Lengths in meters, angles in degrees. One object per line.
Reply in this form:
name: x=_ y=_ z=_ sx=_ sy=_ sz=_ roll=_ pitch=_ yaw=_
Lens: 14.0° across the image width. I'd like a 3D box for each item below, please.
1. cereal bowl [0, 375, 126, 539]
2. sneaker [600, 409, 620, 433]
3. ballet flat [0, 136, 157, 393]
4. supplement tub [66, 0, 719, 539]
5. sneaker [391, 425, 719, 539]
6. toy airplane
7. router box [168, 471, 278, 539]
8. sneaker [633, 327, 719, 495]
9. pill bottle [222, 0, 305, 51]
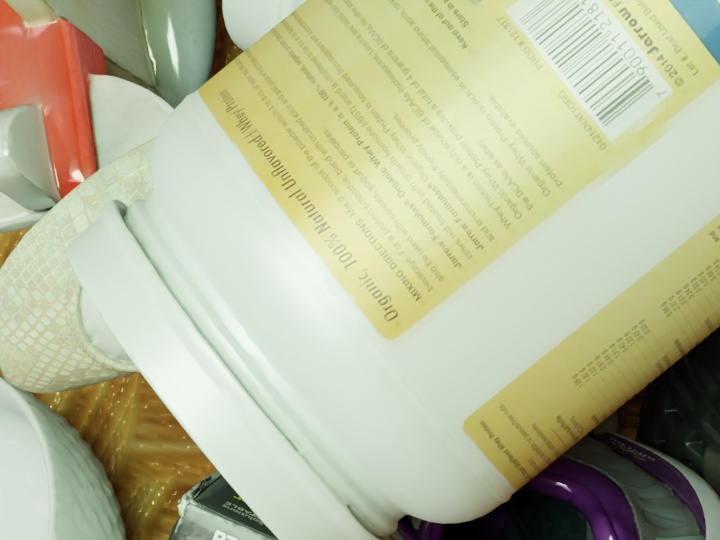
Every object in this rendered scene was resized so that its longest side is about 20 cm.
cereal bowl: x=-0.158 y=0.142 z=1.102 sx=0.199 sy=0.083 sz=0.201 roll=-24 pitch=51 yaw=32
sneaker: x=0.000 y=0.000 z=1.027 sx=0.200 sy=0.108 sz=0.070 roll=46 pitch=109 yaw=18
ballet flat: x=-0.037 y=-0.018 z=0.922 sx=0.199 sy=0.068 sz=0.062 roll=-36 pitch=29 yaw=9
supplement tub: x=0.033 y=-0.022 z=0.820 sx=0.200 sy=0.145 sz=0.145 roll=-39 pitch=72 yaw=1
sneaker: x=0.018 y=0.052 z=0.908 sx=0.199 sy=0.087 sz=0.075 roll=22 pitch=97 yaw=26
toy airplane: x=-0.100 y=-0.110 z=0.988 sx=0.141 sy=0.200 sz=0.200 roll=-33 pitch=113 yaw=5
router box: x=0.007 y=0.178 z=1.016 sx=0.199 sy=0.062 sz=0.151 roll=23 pitch=100 yaw=6
sneaker: x=0.131 y=0.037 z=0.939 sx=0.076 sy=0.079 sz=0.201 roll=58 pitch=148 yaw=35
pill bottle: x=0.056 y=-0.075 z=0.999 sx=0.199 sy=0.113 sz=0.113 roll=27 pitch=101 yaw=25
